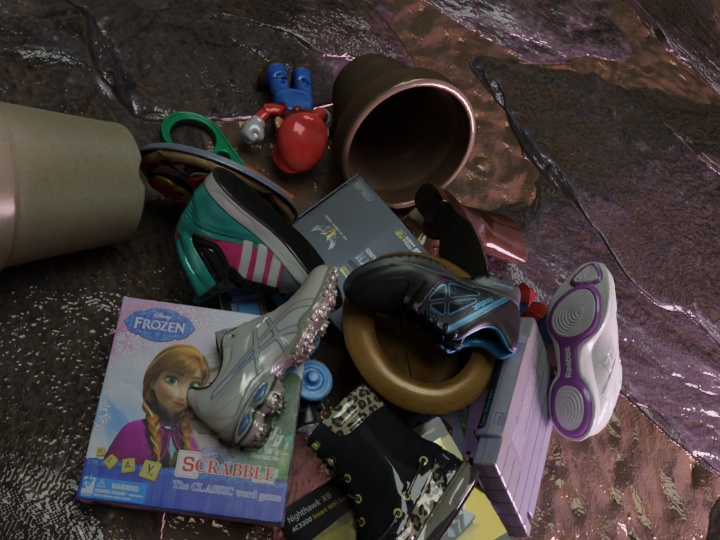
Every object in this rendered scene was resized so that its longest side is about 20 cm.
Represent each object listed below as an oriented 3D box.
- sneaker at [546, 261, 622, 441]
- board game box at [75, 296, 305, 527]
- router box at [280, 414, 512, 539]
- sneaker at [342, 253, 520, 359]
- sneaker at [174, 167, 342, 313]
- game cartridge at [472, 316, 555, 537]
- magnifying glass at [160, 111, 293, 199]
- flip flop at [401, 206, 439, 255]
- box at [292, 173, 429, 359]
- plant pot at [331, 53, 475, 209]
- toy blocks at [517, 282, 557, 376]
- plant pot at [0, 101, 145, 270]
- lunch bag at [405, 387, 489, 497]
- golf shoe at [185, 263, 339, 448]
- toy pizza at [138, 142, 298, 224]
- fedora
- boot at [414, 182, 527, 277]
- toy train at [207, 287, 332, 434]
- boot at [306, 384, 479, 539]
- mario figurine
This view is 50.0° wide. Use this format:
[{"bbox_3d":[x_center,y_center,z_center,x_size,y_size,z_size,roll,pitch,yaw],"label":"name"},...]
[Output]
[{"bbox_3d":[0.265,0.093,0.900,0.099,0.074,0.204,9,87,-48],"label":"sneaker"},{"bbox_3d":[-0.159,0.138,0.770,0.196,0.041,0.203,7,68,-3],"label":"board game box"},{"bbox_3d":[0.035,0.268,0.780,0.198,0.052,0.159,-29,71,-12],"label":"router box"},{"bbox_3d":[0.078,0.039,0.804,0.196,0.074,0.083,8,57,-9],"label":"sneaker"},{"bbox_3d":[-0.121,0.001,0.820,0.200,0.120,0.084,45,18,-20],"label":"sneaker"},{"bbox_3d":[0.172,0.164,0.839,0.131,0.038,0.201,59,39,-30],"label":"game cartridge"},{"bbox_3d":[-0.177,-0.144,1.028,0.198,0.022,0.080,32,50,0],"label":"magnifying glass"},{"bbox_3d":[0.084,-0.044,1.059,0.081,0.058,0.201,36,51,1],"label":"flip flop"},{"bbox_3d":[0.000,0.000,0.967,0.157,0.051,0.201,-36,77,-19],"label":"box"},{"bbox_3d":[0.039,-0.217,1.086,0.197,0.202,0.176,0,40,-26],"label":"plant pot"},{"bbox_3d":[0.233,0.095,0.986,0.200,0.137,0.100,42,50,6],"label":"toy blocks"},{"bbox_3d":[-0.338,-0.093,0.818,0.181,0.201,0.203,-7,61,-41],"label":"plant pot"},{"bbox_3d":[0.142,0.194,0.917,0.160,0.076,0.200,40,51,1],"label":"lunch bag"},{"bbox_3d":[-0.093,0.065,0.746,0.096,0.079,0.202,26,66,11],"label":"golf shoe"},{"bbox_3d":[-0.167,-0.086,0.888,0.197,0.200,0.032,21,75,-11],"label":"toy pizza"},{"bbox_3d":[0.062,0.077,0.871,0.197,0.082,0.204,7,55,-10],"label":"fedora"},{"bbox_3d":[0.178,-0.028,1.049,0.198,0.064,0.188,19,39,-44],"label":"boot"},{"bbox_3d":[-0.104,0.090,0.864,0.112,0.087,0.203,-7,63,-19],"label":"toy train"},{"bbox_3d":[-0.002,0.225,0.733,0.153,0.074,0.204,38,71,18],"label":"boot"},{"bbox_3d":[-0.102,-0.205,1.085,0.121,0.107,0.202,-17,48,6],"label":"mario figurine"}]
